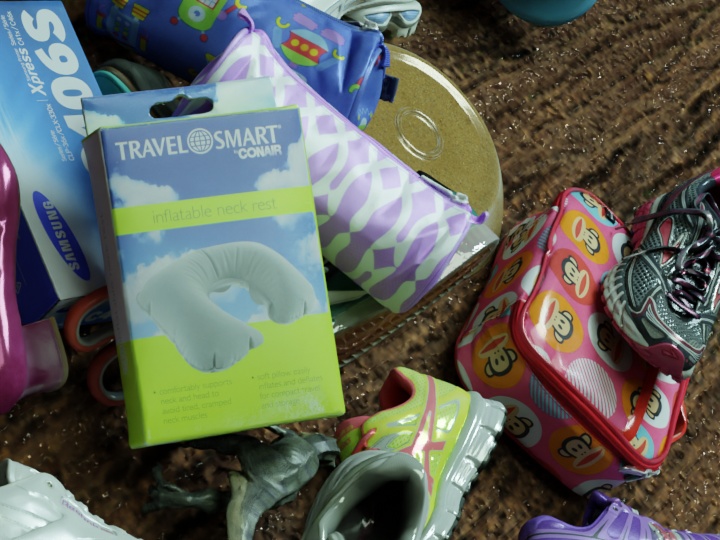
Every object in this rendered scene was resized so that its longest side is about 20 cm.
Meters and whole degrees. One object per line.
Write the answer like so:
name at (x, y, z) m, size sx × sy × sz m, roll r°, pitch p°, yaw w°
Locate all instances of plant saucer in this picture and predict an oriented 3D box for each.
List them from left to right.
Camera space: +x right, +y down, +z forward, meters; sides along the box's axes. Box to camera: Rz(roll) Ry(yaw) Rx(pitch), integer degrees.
plant saucer at (0.032, -0.087, 1.540) m, size 0.200 × 0.035 × 0.201 m, roll 25°, pitch 46°, yaw -28°

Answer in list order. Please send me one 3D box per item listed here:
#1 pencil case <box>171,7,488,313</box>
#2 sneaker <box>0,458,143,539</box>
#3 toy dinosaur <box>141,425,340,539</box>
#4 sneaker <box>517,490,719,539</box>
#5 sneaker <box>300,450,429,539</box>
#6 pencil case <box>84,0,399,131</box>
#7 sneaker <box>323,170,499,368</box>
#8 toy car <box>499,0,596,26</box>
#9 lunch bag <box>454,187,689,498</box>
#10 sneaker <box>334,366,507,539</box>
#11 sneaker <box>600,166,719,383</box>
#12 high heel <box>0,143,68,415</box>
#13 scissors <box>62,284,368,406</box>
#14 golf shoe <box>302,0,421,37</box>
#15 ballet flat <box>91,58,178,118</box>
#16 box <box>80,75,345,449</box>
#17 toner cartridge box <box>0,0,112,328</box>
pencil case at (-0.020, -0.060, 1.330) m, size 0.200 × 0.086 × 0.084 m, roll 38°, pitch 15°, yaw -9°
sneaker at (-0.148, 0.146, 1.161) m, size 0.199 × 0.075 × 0.100 m, roll 14°, pitch 53°, yaw -36°
toy dinosaur at (-0.071, 0.118, 1.257) m, size 0.088 × 0.048 × 0.200 m, roll 15°, pitch 20°, yaw 10°
sneaker at (0.187, 0.181, 1.452) m, size 0.199 × 0.081 × 0.084 m, roll 4°, pitch 52°, yaw -41°
sneaker at (-0.019, 0.181, 1.199) m, size 0.078 × 0.099 × 0.201 m, roll 22°, pitch 73°, yaw -1°
pencil case at (-0.073, -0.149, 1.401) m, size 0.199 × 0.087 × 0.078 m, roll 27°, pitch -3°, yaw 6°
sneaker at (0.000, 0.000, 1.417) m, size 0.080 × 0.071 × 0.200 m, roll 48°, pitch 47°, yaw 12°
toy car at (0.140, -0.275, 1.716) m, size 0.150 × 0.174 × 0.201 m, roll 63°, pitch 20°, yaw -50°
lunch bag at (0.161, 0.058, 1.522) m, size 0.176 × 0.082 × 0.200 m, roll 45°, pitch 38°, yaw -15°
sneaker at (0.016, 0.133, 1.339) m, size 0.090 × 0.078 × 0.200 m, roll 33°, pitch 39°, yaw -2°
sneaker at (0.218, -0.004, 1.502) m, size 0.081 × 0.075 × 0.200 m, roll 41°, pitch 36°, yaw -16°
high heel at (-0.232, -0.014, 1.214) m, size 0.096 × 0.067 × 0.201 m, roll -13°, pitch 83°, yaw -58°
scissors at (-0.081, 0.019, 1.294) m, size 0.199 × 0.014 × 0.074 m, roll -22°, pitch 116°, yaw -25°
golf shoe at (-0.029, -0.205, 1.513) m, size 0.078 × 0.098 × 0.200 m, roll 32°, pitch 32°, yaw 27°
ballet flat at (-0.100, -0.048, 1.366) m, size 0.068 × 0.068 × 0.201 m, roll -12°, pitch 70°, yaw -56°
box at (-0.083, -0.009, 1.245) m, size 0.121 × 0.048 × 0.201 m, roll -8°, pitch 87°, yaw -19°
toner cartridge box at (-0.187, -0.065, 1.312) m, size 0.095 × 0.043 × 0.201 m, roll -9°, pitch 68°, yaw -44°
